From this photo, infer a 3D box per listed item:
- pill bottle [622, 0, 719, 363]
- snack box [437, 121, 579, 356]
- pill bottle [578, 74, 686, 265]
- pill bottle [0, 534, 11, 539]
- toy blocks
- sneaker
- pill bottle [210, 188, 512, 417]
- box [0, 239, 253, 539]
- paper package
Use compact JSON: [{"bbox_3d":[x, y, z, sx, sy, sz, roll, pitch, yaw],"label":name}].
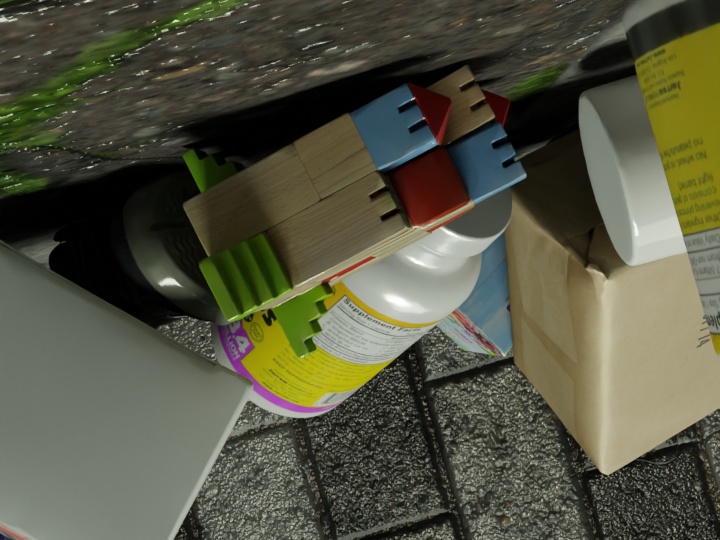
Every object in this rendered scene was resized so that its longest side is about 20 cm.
[{"bbox_3d":[0.177,-0.022,0.540,0.114,0.201,0.114,-16,179,0],"label":"pill bottle"},{"bbox_3d":[0.119,-0.023,1.032,0.169,0.068,0.200,-48,-178,-3],"label":"snack box"},{"bbox_3d":[0.214,-0.072,0.710,0.199,0.115,0.114,-16,178,1],"label":"pill bottle"},{"bbox_3d":[-0.276,0.205,0.922,0.199,0.120,0.120,-17,179,-17],"label":"pill bottle"},{"bbox_3d":[0.009,-0.037,0.633,0.136,0.100,0.200,-28,178,6],"label":"toy blocks"},{"bbox_3d":[-0.108,0.001,0.724,0.114,0.077,0.199,-22,-177,6],"label":"sneaker"},{"bbox_3d":[0.000,0.000,0.836,0.104,0.105,0.200,-14,160,-42],"label":"pill bottle"},{"bbox_3d":[-0.159,0.071,0.699,0.107,0.152,0.200,-62,-170,-16],"label":"box"},{"bbox_3d":[0.187,-0.005,0.862,0.190,0.104,0.201,-27,142,-14],"label":"paper package"}]
